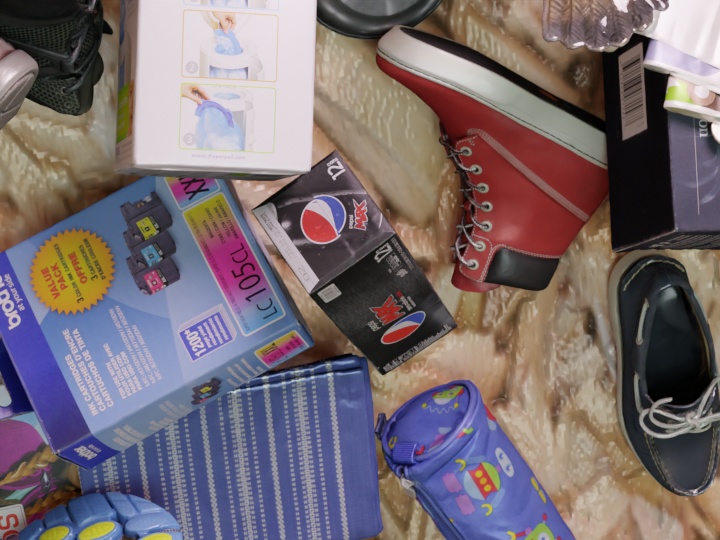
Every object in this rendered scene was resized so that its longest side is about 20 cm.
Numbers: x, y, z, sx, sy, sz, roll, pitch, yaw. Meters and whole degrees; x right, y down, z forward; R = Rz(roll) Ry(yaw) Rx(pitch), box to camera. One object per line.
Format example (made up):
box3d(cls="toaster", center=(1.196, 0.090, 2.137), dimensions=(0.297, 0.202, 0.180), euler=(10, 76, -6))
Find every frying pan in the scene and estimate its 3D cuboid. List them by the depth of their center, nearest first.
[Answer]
box3d(cls="frying pan", center=(-0.026, -0.196, 1.118), dimensions=(0.190, 0.031, 0.115), euler=(-5, 113, -14))

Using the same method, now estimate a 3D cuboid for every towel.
box3d(cls="towel", center=(-0.086, 0.133, 1.201), dimensions=(0.200, 0.024, 0.145), euler=(-10, 115, -8))

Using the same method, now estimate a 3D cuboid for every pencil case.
box3d(cls="pencil case", center=(0.090, 0.170, 1.266), dimensions=(0.087, 0.078, 0.200), euler=(-47, 118, -24))

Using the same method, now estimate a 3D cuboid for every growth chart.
box3d(cls="growth chart", center=(0.237, -0.136, 1.066), dimensions=(0.200, 0.018, 0.145), euler=(28, 79, -8))

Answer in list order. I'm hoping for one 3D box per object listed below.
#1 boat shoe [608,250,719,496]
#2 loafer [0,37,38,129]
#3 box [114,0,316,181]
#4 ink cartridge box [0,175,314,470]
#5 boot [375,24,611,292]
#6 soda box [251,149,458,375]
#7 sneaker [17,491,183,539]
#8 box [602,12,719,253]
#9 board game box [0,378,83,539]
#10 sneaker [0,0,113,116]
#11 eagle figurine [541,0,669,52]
box3d(cls="boat shoe", center=(0.223, 0.081, 1.270), dimensions=(0.075, 0.062, 0.200), euler=(-14, 115, -9))
box3d(cls="loafer", center=(-0.255, -0.077, 1.069), dimensions=(0.063, 0.072, 0.200), euler=(42, 132, -2))
box3d(cls="box", center=(-0.084, -0.155, 1.041), dimensions=(0.101, 0.112, 0.200), euler=(2, 91, -13))
box3d(cls="ink cartridge box", center=(-0.148, 0.031, 1.120), dimensions=(0.200, 0.076, 0.137), euler=(-29, 73, 1))
box3d(cls="boot", center=(0.069, -0.063, 1.170), dimensions=(0.200, 0.072, 0.144), euler=(27, 106, -27))
box3d(cls="soda box", center=(0.000, 0.000, 1.118), dimensions=(0.063, 0.071, 0.200), euler=(-36, 158, 0))
box3d(cls="sneaker", center=(-0.196, 0.210, 1.176), dimensions=(0.199, 0.071, 0.083), euler=(-30, 127, 15))
box3d(cls="box", center=(0.255, -0.115, 1.130), dimensions=(0.182, 0.104, 0.200), euler=(-1, 84, -14))
box3d(cls="board game box", center=(-0.183, 0.147, 1.214), dimensions=(0.199, 0.041, 0.200), euler=(-13, 114, -8))
box3d(cls="sneaker", center=(-0.168, -0.155, 1.034), dimensions=(0.114, 0.076, 0.199), euler=(34, 144, -31))
box3d(cls="eagle figurine", center=(0.096, -0.220, 1.039), dimensions=(0.152, 0.200, 0.151), euler=(-12, 114, -8))
